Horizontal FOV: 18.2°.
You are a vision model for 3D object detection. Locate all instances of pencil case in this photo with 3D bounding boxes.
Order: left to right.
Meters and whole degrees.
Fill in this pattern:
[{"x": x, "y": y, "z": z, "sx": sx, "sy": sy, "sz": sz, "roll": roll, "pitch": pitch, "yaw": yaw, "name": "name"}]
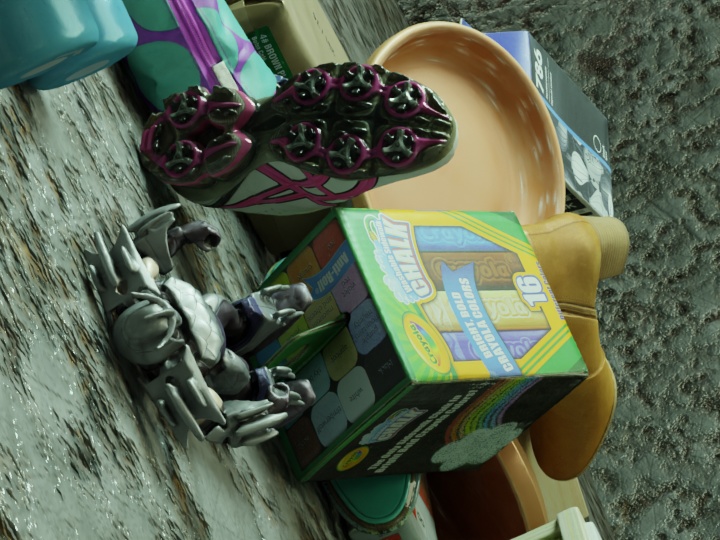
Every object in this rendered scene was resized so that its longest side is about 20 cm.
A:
[{"x": -0.123, "y": -0.169, "z": 1.367, "sx": 0.092, "sy": 0.085, "sz": 0.200, "roll": 23, "pitch": -33, "yaw": 55, "name": "pencil case"}]

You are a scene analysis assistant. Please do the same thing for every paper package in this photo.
[{"x": -0.069, "y": -0.143, "z": 1.611, "sx": 0.191, "sy": 0.103, "sz": 0.200, "roll": -105, "pitch": 169, "yaw": -52, "name": "paper package"}]

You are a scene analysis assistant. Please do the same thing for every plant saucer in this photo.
[{"x": 0.059, "y": -0.068, "z": 1.528, "sx": 0.200, "sy": 0.037, "sz": 0.201, "roll": 11, "pitch": 74, "yaw": -40, "name": "plant saucer"}, {"x": 0.073, "y": 0.147, "z": 1.593, "sx": 0.200, "sy": 0.032, "sz": 0.201, "roll": 45, "pitch": -29, "yaw": 35, "name": "plant saucer"}]

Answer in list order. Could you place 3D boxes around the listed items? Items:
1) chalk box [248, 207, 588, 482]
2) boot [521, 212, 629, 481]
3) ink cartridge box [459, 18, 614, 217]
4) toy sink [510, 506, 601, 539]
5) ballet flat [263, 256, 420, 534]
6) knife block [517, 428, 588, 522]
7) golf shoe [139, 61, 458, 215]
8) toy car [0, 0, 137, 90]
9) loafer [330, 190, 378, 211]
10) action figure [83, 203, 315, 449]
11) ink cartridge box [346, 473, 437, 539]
[{"x": 0.013, "y": 0.045, "z": 1.360, "sx": 0.200, "sy": 0.125, "sz": 0.124, "roll": 2, "pitch": 56, "yaw": -43, "name": "chalk box"}, {"x": 0.114, "y": 0.057, "z": 1.507, "sx": 0.144, "sy": 0.071, "sz": 0.202, "roll": -12, "pitch": 116, "yaw": -51, "name": "boot"}, {"x": 0.134, "y": -0.107, "z": 1.676, "sx": 0.200, "sy": 0.039, "sz": 0.100, "roll": 35, "pitch": 48, "yaw": -54, "name": "ink cartridge box"}, {"x": 0.123, "y": 0.235, "z": 1.390, "sx": 0.130, "sy": 0.199, "sz": 0.112, "roll": -98, "pitch": 163, "yaw": -63, "name": "toy sink"}, {"x": -0.010, "y": 0.084, "z": 1.464, "sx": 0.074, "sy": 0.074, "sz": 0.201, "roll": 49, "pitch": 21, "yaw": -66, "name": "ballet flat"}, {"x": 0.093, "y": 0.077, "z": 1.600, "sx": 0.200, "sy": 0.064, "sz": 0.176, "roll": 52, "pitch": -26, "yaw": 26, "name": "knife block"}, {"x": -0.025, "y": -0.073, "z": 1.317, "sx": 0.092, "sy": 0.199, "sz": 0.073, "roll": 37, "pitch": 58, "yaw": -54, "name": "golf shoe"}, {"x": -0.118, "y": -0.210, "z": 1.083, "sx": 0.177, "sy": 0.199, "sz": 0.185, "roll": -33, "pitch": 99, "yaw": -83, "name": "toy car"}, {"x": 0.000, "y": 0.000, "z": 1.536, "sx": 0.075, "sy": 0.070, "sz": 0.201, "roll": 6, "pitch": 82, "yaw": -42, "name": "loafer"}, {"x": -0.076, "y": 0.033, "z": 1.136, "sx": 0.200, "sy": 0.069, "sz": 0.131, "roll": 29, "pitch": 42, "yaw": -73, "name": "action figure"}, {"x": 0.046, "y": 0.200, "z": 1.542, "sx": 0.200, "sy": 0.050, "sz": 0.162, "roll": 59, "pitch": 10, "yaw": -26, "name": "ink cartridge box"}]
